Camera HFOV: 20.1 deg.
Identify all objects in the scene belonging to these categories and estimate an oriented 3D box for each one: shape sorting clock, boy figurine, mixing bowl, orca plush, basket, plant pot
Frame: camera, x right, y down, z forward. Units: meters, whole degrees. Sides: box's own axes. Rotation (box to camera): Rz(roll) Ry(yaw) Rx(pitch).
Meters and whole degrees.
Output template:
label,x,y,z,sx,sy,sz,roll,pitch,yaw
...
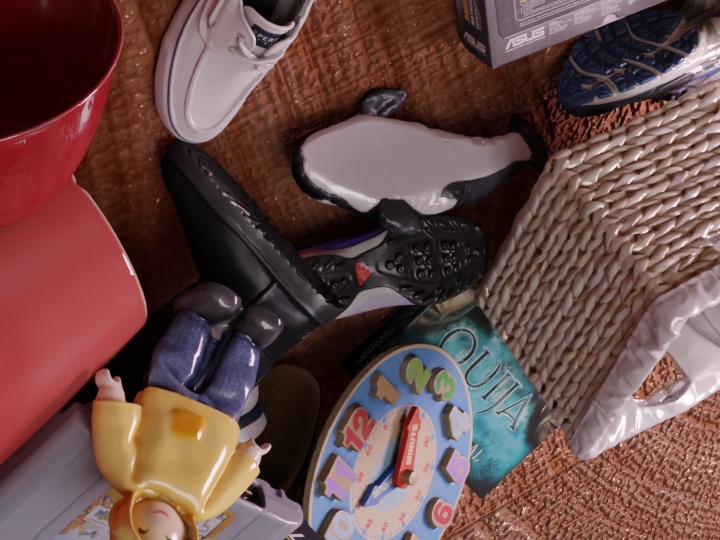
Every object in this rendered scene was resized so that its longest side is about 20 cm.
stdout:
label,x,y,z,sx,sy,sz,roll,pitch,yaw
shape sorting clock,0.026,0.152,1.531,0.199,0.039,0.202,-18,115,-45
boy figurine,-0.117,0.106,1.277,0.124,0.201,0.064,32,146,-19
mixing bowl,-0.236,-0.093,1.200,0.199,0.200,0.109,-18,135,-19
orca plush,0.034,-0.077,1.468,0.199,0.071,0.106,-22,85,-29
basket,0.217,-0.003,1.480,0.197,0.161,0.200,-24,157,-30
plant pot,-0.245,0.023,1.282,0.177,0.200,0.201,-35,132,-19

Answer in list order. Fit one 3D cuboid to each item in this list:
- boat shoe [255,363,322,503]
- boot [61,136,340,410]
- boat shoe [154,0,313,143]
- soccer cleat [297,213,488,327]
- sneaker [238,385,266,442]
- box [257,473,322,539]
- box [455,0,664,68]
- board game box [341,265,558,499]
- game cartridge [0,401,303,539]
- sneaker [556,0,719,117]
label,x,y,z,sx,sy,sz,roll,pitch,yaw
boat shoe,-0.073,0.163,1.552,0.072,0.072,0.201,-4,115,-64
boot,-0.138,0.034,1.386,0.200,0.066,0.165,-42,87,9
boat shoe,-0.073,-0.166,1.325,0.073,0.065,0.201,9,114,-35
soccer cleat,0.000,0.000,1.480,0.199,0.073,0.069,-16,102,-27
sneaker,-0.168,0.104,1.455,0.199,0.076,0.081,-19,110,-19
box,-0.099,0.252,1.495,0.200,0.161,0.049,-52,168,32
box,0.157,-0.248,1.418,0.199,0.048,0.159,-23,128,-16
board game box,0.090,0.083,1.610,0.135,0.028,0.200,-43,131,2
game cartridge,-0.153,0.167,1.367,0.199,0.042,0.133,29,117,-35
sneaker,0.238,-0.150,1.515,0.199,0.077,0.086,-25,134,-13
